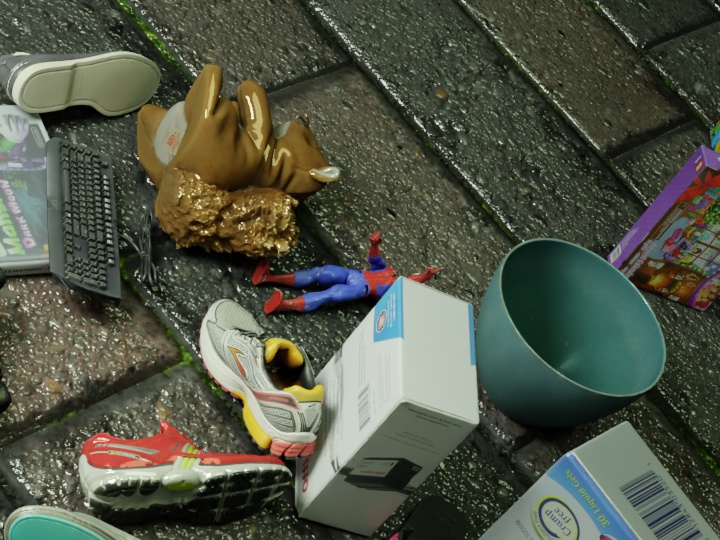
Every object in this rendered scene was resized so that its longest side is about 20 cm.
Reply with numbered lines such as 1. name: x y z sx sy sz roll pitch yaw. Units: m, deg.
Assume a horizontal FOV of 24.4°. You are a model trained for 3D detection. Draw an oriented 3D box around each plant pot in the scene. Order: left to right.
1. plant pot: 0.198 0.085 1.738 0.200 0.135 0.200 19 44 -20

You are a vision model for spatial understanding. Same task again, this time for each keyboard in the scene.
1. keyboard: -0.246 -0.044 1.613 0.127 0.021 0.200 24 37 -32

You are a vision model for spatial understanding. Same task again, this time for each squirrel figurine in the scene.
1. squirrel figurine: -0.117 -0.092 1.712 0.186 0.141 0.200 18 56 -35

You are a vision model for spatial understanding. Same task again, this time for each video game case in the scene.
1. video game case: -0.363 -0.079 1.589 0.182 0.023 0.200 -5 56 -37

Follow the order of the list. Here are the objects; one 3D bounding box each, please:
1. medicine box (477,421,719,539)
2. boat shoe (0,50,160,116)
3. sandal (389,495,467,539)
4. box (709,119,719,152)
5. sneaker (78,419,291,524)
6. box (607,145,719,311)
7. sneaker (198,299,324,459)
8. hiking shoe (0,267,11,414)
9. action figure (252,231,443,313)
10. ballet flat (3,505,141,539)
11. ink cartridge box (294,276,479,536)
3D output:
1. medicine box: 0.219 0.275 1.526 0.103 0.200 0.182 -18 64 -46
2. boat shoe: -0.291 -0.203 1.716 0.063 0.073 0.200 35 27 30
3. sandal: 0.049 0.269 1.533 0.075 0.045 0.200 37 41 0
4. box: 0.568 -0.158 2.173 0.122 0.193 0.200 22 42 -16
5. sneaker: -0.152 0.170 1.468 0.200 0.077 0.085 6 43 -32
6. box: 0.401 -0.046 1.949 0.137 0.200 0.039 19 42 -19
7. sneaker: -0.086 0.087 1.564 0.078 0.082 0.200 0 34 -36
8. hiking shoe: -0.342 0.082 1.428 0.101 0.076 0.200 35 49 -14
9. action figure: 0.000 0.000 1.714 0.200 0.099 0.065 1 53 -37
10. ballet flat: -0.203 0.246 1.381 0.200 0.067 0.064 28 10 -12
11. ink cartridge box: 0.022 0.128 1.528 0.084 0.200 0.145 20 43 -21
